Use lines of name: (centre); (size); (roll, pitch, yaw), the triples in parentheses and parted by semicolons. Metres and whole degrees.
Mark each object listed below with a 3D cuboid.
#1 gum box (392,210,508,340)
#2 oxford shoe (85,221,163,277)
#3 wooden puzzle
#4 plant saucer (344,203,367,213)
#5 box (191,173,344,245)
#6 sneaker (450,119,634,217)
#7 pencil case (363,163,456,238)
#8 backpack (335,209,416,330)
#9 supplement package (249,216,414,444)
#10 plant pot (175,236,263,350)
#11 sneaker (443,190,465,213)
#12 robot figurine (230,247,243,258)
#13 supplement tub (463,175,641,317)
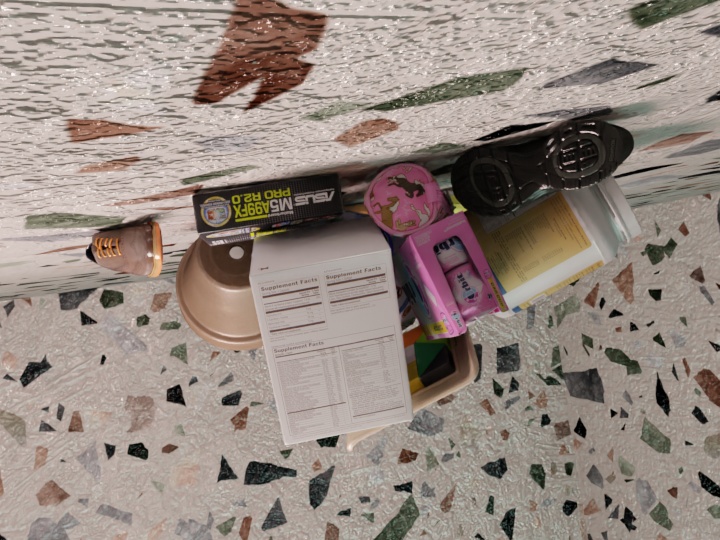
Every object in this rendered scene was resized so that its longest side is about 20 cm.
gum box: (0.096, 0.013, 0.783); (0.066, 0.114, 0.200); (-25, 175, -7)
oxford shoe: (-0.313, -0.024, 0.904); (0.072, 0.072, 0.199); (-2, 176, -34)
wooden puzzle: (0.057, 0.128, 0.896); (0.199, 0.037, 0.185); (-35, -162, 14)
plant saucer: (-0.024, -0.082, 1.163); (0.198, 0.038, 0.200); (-8, 179, 0)
box: (-0.110, -0.068, 0.815); (0.159, 0.045, 0.200); (-10, 180, -9)
sneaker: (0.185, -0.103, 0.705); (0.199, 0.077, 0.090); (-6, -171, 42)
pencil case: (0.063, -0.077, 0.820); (0.087, 0.083, 0.200); (-48, 171, 9)
backpack: (0.000, 0.000, 0.968); (0.189, 0.202, 0.154); (10, 171, 15)
supplement package: (-0.034, 0.062, 0.788); (0.149, 0.202, 0.152); (-10, -161, -3)
plant pot: (-0.179, 0.004, 1.012); (0.198, 0.202, 0.175); (-9, 163, -12)
sneaker: (0.099, -0.049, 1.078); (0.199, 0.091, 0.078); (-30, 131, 16)
robot figurine: (-0.246, 0.000, 1.345); (0.149, 0.126, 0.200); (-21, 179, 5)
supplement tub: (0.224, -0.047, 0.847); (0.199, 0.145, 0.145); (-31, 173, 16)
